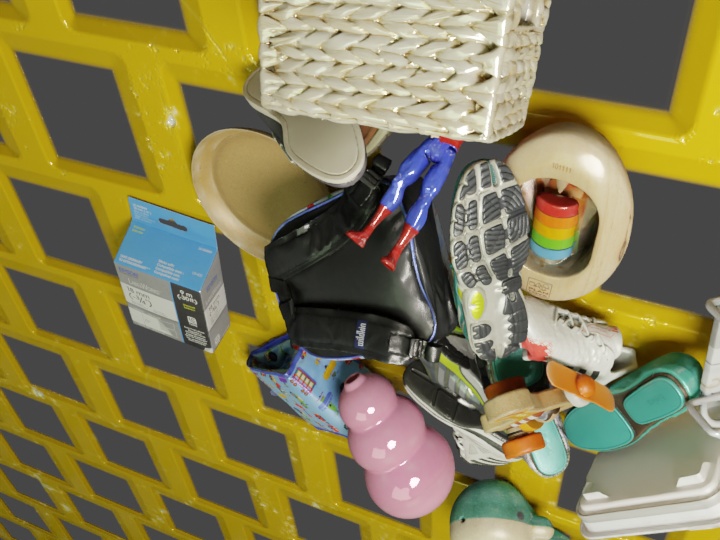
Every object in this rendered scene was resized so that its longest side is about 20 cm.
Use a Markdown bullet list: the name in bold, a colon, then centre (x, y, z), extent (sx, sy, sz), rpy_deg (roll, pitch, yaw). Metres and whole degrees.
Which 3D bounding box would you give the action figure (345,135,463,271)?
- **action figure**: centre (0.060, -0.103, 0.677), extent (0.065, 0.202, 0.099), rpy_deg (34, 178, 16)

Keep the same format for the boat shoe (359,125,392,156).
- **boat shoe**: centre (0.032, -0.192, 0.703), extent (0.073, 0.076, 0.201), rpy_deg (36, 133, 2)

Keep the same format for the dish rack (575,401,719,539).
- **dish rack**: centre (0.324, 0.205, 0.846), extent (0.044, 0.172, 0.199), rpy_deg (50, 138, -8)

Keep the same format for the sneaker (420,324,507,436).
- **sneaker**: centre (0.133, 0.127, 0.973), extent (0.201, 0.074, 0.080), rpy_deg (49, 147, -12)

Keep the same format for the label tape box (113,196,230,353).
- **label tape box**: centre (-0.266, 0.010, 1.102), extent (0.141, 0.064, 0.203), rpy_deg (18, 139, 15)

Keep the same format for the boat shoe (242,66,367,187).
- **boat shoe**: centre (-0.046, -0.134, 0.761), extent (0.200, 0.072, 0.063), rpy_deg (47, 176, 40)

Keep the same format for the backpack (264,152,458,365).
- **backpack**: centre (0.000, 0.000, 0.825), extent (0.187, 0.153, 0.205), rpy_deg (-13, 89, 28)

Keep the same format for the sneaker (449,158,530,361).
- **sneaker**: centre (0.106, -0.010, 0.727), extent (0.076, 0.080, 0.204), rpy_deg (-15, 124, -14)

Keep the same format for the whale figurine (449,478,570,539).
- **whale figurine**: centre (0.221, 0.369, 1.154), extent (0.197, 0.106, 0.158), rpy_deg (21, 147, -29)

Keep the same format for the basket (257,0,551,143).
- **basket**: centre (0.031, -0.172, 0.575), extent (0.196, 0.135, 0.127), rpy_deg (14, 110, 21)

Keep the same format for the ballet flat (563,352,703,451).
- **ballet flat**: centre (0.301, 0.144, 0.858), extent (0.068, 0.070, 0.200), rpy_deg (55, 148, 11)

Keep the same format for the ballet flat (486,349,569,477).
- **ballet flat**: centre (0.188, 0.138, 0.920), extent (0.071, 0.071, 0.205), rpy_deg (-15, 93, 41)

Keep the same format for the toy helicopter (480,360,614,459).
- **toy helicopter**: centre (0.176, 0.134, 0.782), extent (0.130, 0.081, 0.199), rpy_deg (-23, 162, 20)

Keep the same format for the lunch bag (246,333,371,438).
- **lunch bag**: centre (-0.080, 0.170, 1.141), extent (0.150, 0.095, 0.198), rpy_deg (43, 149, -18)

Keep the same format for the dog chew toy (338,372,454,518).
- **dog chew toy**: centre (0.039, 0.220, 1.021), extent (0.123, 0.125, 0.202), rpy_deg (-18, 110, 43)

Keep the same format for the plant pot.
- **plant pot**: centre (-0.108, -0.087, 0.930), extent (0.196, 0.028, 0.203), rpy_deg (19, 139, 17)

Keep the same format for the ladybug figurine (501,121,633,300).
- **ladybug figurine**: centre (0.186, -0.056, 0.736), extent (0.133, 0.073, 0.203), rpy_deg (19, 139, 16)

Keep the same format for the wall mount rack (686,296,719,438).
- **wall mount rack**: centre (0.394, 0.077, 0.725), extent (0.169, 0.075, 0.204), rpy_deg (-10, 120, -10)

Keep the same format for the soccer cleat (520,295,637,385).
- **soccer cleat**: centre (0.224, 0.072, 0.820), extent (0.084, 0.070, 0.199), rpy_deg (-20, 143, 31)

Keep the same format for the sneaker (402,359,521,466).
- **sneaker**: centre (0.127, 0.203, 1.038), extent (0.198, 0.076, 0.116), rpy_deg (30, 139, -3)
